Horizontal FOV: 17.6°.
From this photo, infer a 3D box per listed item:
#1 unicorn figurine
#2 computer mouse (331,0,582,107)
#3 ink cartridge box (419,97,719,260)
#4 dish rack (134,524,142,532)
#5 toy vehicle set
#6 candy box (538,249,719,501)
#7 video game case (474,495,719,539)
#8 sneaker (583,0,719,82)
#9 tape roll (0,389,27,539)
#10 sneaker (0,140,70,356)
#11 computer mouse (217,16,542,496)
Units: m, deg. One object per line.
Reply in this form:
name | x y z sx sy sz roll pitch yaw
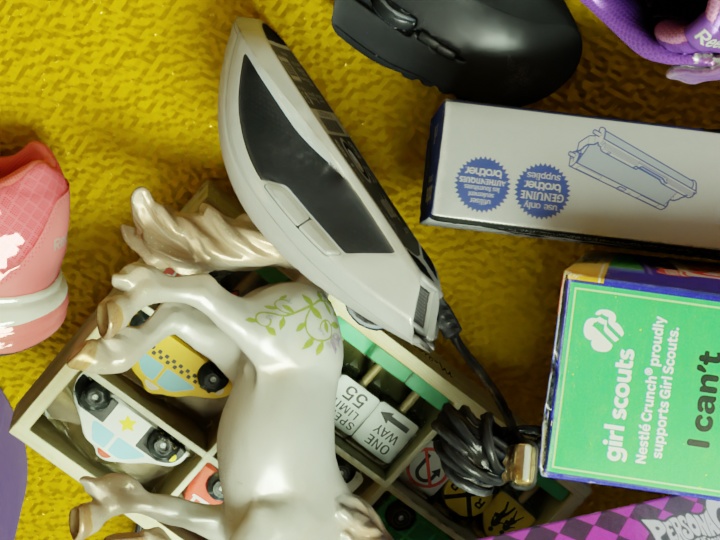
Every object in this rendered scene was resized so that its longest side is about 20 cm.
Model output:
unicorn figurine | -0.040 0.074 0.872 0.137 0.074 0.201 2 101 -29
computer mouse | -0.012 -0.106 0.822 0.200 0.034 0.059 20 130 -12
ink cartridge box | 0.124 -0.026 0.839 0.199 0.094 0.044 6 90 -1
dish rack | -0.004 0.150 1.030 0.199 0.055 0.154 8 132 -5
toy vehicle set | -0.023 0.071 0.934 0.200 0.027 0.124 37 103 -15
candy box | 0.169 0.041 0.831 0.199 0.169 0.077 6 95 7
video game case | 0.093 0.147 0.931 0.200 0.036 0.181 -8 148 -30
sneaker | 0.130 -0.093 0.778 0.200 0.089 0.081 28 126 -20
tape roll | -0.246 0.102 0.985 0.199 0.085 0.200 2 130 3
sneaker | -0.205 -0.033 0.889 0.200 0.074 0.087 11 117 -10
computer mouse | 0.000 0.000 0.840 0.044 0.110 0.200 -34 86 8
